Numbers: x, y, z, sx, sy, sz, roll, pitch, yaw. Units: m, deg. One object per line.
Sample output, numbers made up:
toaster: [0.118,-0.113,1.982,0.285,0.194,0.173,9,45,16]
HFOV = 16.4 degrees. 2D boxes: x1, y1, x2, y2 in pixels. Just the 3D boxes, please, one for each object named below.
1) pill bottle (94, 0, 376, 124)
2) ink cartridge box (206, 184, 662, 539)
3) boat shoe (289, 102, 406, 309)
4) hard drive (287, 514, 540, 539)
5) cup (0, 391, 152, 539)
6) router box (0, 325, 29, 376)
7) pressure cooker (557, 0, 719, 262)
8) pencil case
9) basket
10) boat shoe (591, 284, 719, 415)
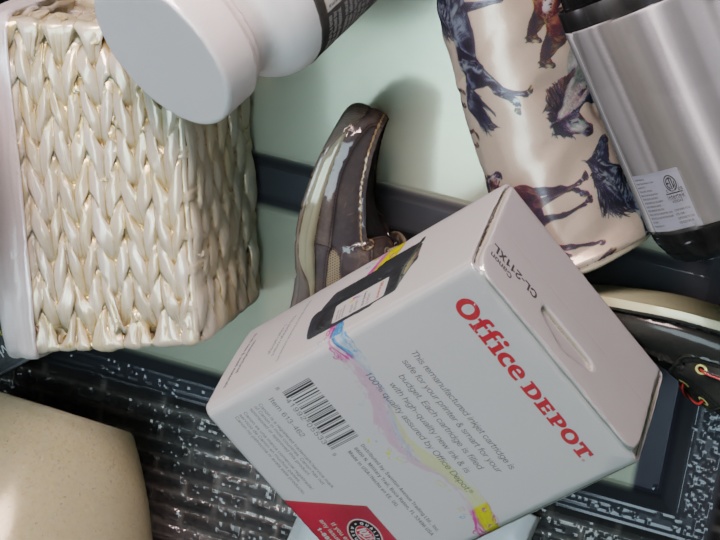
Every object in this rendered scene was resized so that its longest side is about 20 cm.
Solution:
pill bottle: [-0.040,-0.175,1.317,0.116,0.200,0.117,33,151,21]
ink cartridge box: [0.041,0.067,1.354,0.199,0.083,0.146,-29,109,33]
boat shoe: [0.000,0.000,1.435,0.073,0.075,0.201,13,117,6]
hard drive: [0.006,0.210,1.464,0.131,0.026,0.201,23,88,13]
cup: [-0.204,0.151,1.495,0.199,0.200,0.144,16,84,16]
router box: [-0.283,0.014,1.545,0.199,0.051,0.150,-28,93,23]
pressure cooker: [0.194,-0.125,1.265,0.175,0.179,0.201,-22,96,27]
pencil case: [0.098,-0.098,1.363,0.078,0.089,0.201,-6,104,59]
basket: [-0.133,-0.058,1.430,0.122,0.136,0.201,2,104,16]
boat shoe: [0.199,0.050,1.366,0.200,0.074,0.064,14,100,12]
